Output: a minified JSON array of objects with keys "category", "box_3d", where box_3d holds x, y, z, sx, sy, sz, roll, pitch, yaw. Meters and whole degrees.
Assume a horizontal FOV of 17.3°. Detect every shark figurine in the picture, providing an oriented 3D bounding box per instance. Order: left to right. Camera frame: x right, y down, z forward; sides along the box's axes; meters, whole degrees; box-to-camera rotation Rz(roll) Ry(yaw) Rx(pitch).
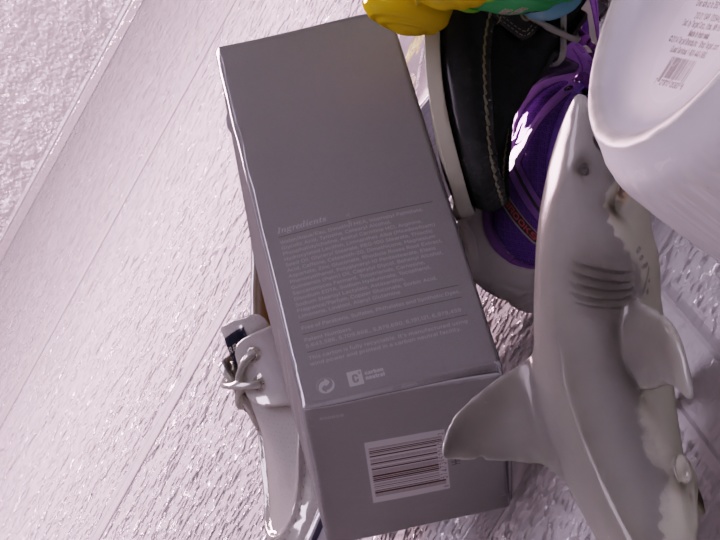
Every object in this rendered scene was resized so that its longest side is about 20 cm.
[{"category":"shark figurine","box_3d":[0.072,0.065,0.788,0.128,0.089,0.215,75,-172,-54]}]

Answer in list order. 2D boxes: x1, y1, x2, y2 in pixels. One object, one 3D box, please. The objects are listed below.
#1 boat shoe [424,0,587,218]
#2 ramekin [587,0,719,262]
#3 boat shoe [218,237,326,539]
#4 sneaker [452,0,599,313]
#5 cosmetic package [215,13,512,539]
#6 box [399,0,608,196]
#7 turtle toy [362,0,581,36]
[{"category":"boat shoe","box_3d":[0.063,-0.114,1.005,0.072,0.067,0.200,66,-154,-56]},{"category":"ramekin","box_3d":[0.158,-0.085,0.746,0.200,0.105,0.200,-56,16,25]},{"category":"boat shoe","box_3d":[-0.034,0.043,1.078,0.071,0.070,0.200,-28,51,55]},{"category":"sneaker","box_3d":[0.095,-0.071,1.048,0.083,0.081,0.200,-33,40,37]},{"category":"cosmetic package","box_3d":[0.000,0.000,0.989,0.107,0.090,0.200,80,178,-54]},{"category":"box","box_3d":[0.077,-0.159,1.278,0.158,0.048,0.200,-50,19,39]},{"category":"turtle toy","box_3d":[0.073,-0.158,0.896,0.200,0.101,0.146,176,108,-79]}]
